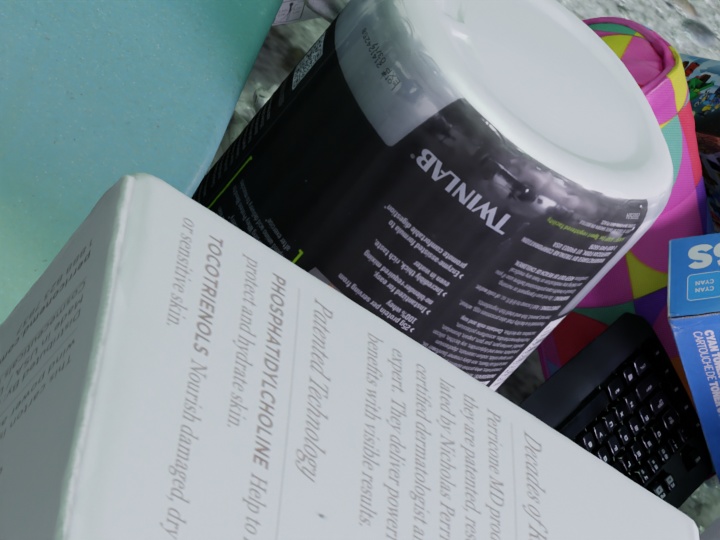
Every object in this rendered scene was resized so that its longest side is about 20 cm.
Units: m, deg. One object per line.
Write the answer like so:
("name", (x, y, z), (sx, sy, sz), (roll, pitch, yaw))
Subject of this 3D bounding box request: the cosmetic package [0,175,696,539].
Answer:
("cosmetic package", (-0.032, 0.120, 0.746), (0.200, 0.167, 0.167), (33, 29, -19))

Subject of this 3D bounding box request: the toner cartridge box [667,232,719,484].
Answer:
("toner cartridge box", (0.185, 0.064, 1.086), (0.043, 0.095, 0.200), (-84, 158, -44))

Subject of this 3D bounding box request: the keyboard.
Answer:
("keyboard", (0.081, 0.097, 1.005), (0.200, 0.040, 0.104), (-39, 109, -45))

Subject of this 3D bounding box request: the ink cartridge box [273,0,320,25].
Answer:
("ink cartridge box", (-0.066, -0.184, 1.222), (0.160, 0.047, 0.200), (-14, 49, -25))

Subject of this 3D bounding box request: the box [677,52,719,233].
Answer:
("box", (0.166, -0.028, 1.151), (0.137, 0.038, 0.200), (48, -11, -24))

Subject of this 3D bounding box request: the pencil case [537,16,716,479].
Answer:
("pencil case", (0.099, -0.006, 1.107), (0.088, 0.088, 0.200), (-90, 164, -55))

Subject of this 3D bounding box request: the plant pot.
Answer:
("plant pot", (-0.134, -0.030, 0.884), (0.141, 0.141, 0.200), (34, 36, -15))

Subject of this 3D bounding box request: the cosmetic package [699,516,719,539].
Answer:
("cosmetic package", (0.232, 0.171, 1.028), (0.200, 0.166, 0.168), (26, 32, -26))

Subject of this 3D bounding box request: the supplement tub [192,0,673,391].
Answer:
("supplement tub", (0.000, 0.000, 0.938), (0.122, 0.200, 0.123), (31, 30, -20))

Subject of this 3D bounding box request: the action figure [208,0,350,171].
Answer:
("action figure", (-0.018, -0.060, 1.101), (0.102, 0.119, 0.200), (53, 18, -5))
